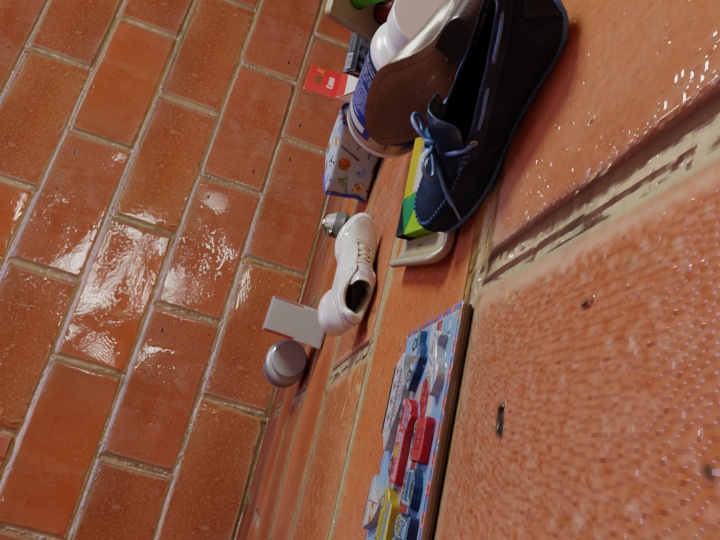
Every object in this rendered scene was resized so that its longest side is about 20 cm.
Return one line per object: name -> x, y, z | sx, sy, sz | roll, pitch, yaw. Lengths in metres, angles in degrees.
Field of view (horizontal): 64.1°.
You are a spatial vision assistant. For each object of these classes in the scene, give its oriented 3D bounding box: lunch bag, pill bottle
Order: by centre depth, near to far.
pill bottle -> 0.056, -0.250, 0.749 | 0.201, 0.113, 0.118 | 121, 164, -62
lunch bag -> -0.016, -0.273, 1.289 | 0.201, 0.121, 0.173 | -103, 30, -60
pill bottle -> -0.199, 0.246, 1.529 | 0.200, 0.111, 0.117 | 130, 156, -70

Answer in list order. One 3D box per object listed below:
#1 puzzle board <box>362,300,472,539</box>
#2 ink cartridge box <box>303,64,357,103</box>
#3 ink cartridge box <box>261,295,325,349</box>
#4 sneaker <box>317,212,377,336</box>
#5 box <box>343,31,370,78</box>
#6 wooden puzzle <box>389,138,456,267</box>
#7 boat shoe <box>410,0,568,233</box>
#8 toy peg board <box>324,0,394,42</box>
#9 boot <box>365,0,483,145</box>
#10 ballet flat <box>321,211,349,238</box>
puzzle board -> 0.037, 0.136, 0.458 | 0.151, 0.017, 0.205 | 129, 156, -70
ink cartridge box -> -0.007, -0.380, 1.155 | 0.163, 0.195, 0.051 | -85, 16, -56
ink cartridge box -> -0.160, 0.123, 1.393 | 0.200, 0.142, 0.086 | 159, 129, -80
sneaker -> 0.000, 0.000, 0.873 | 0.099, 0.074, 0.205 | -25, 46, 54
box -> 0.059, -0.376, 0.857 | 0.040, 0.134, 0.206 | 19, 98, 56
wooden puzzle -> 0.075, -0.104, 0.602 | 0.185, 0.036, 0.205 | 171, 115, -82
boat shoe -> 0.076, -0.120, 0.443 | 0.085, 0.067, 0.203 | -117, 37, -45
toy peg board -> 0.080, -0.406, 0.779 | 0.097, 0.196, 0.205 | 20, 94, 55
boot -> 0.088, -0.208, 0.516 | 0.147, 0.070, 0.199 | -54, 12, -29
ballet flat -> -0.077, -0.129, 1.621 | 0.200, 0.062, 0.069 | 155, 131, -79
